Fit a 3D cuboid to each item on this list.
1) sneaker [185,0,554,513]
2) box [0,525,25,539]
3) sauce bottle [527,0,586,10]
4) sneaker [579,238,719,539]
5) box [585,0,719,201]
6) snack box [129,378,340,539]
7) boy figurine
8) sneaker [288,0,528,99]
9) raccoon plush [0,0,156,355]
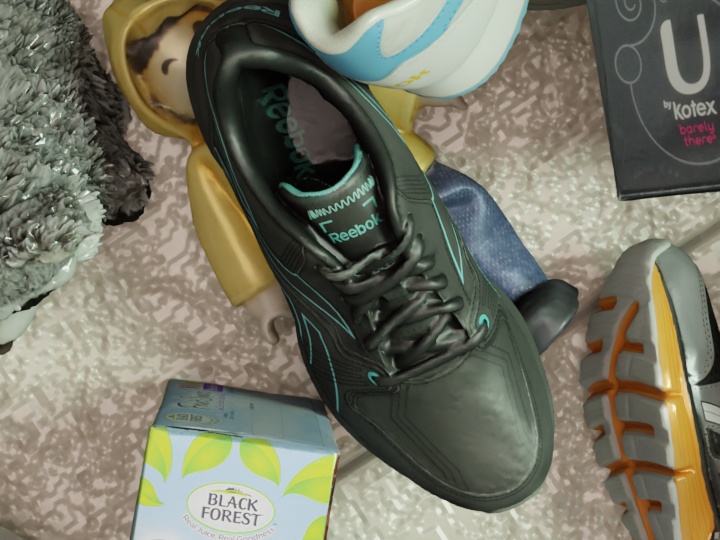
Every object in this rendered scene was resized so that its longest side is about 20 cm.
[{"bbox_3d":[0.000,0.000,0.790,0.075,0.079,0.200,-33,96,3],"label":"sneaker"},{"bbox_3d":[-0.201,0.166,0.853,0.144,0.036,0.200,35,93,-26],"label":"box"},{"bbox_3d":[0.061,-0.191,0.815,0.065,0.065,0.200,1,82,0],"label":"sauce bottle"},{"bbox_3d":[0.138,0.082,0.862,0.077,0.078,0.200,-18,96,-13],"label":"sneaker"},{"bbox_3d":[0.187,-0.090,0.781,0.200,0.122,0.106,-11,93,-36],"label":"box"},{"bbox_3d":[-0.054,0.145,0.811,0.068,0.169,0.200,9,91,-3],"label":"snack box"},{"bbox_3d":[-0.010,-0.037,0.857,0.124,0.064,0.200,-45,95,4],"label":"boy figurine"},{"bbox_3d":[0.028,-0.156,0.747,0.076,0.081,0.200,12,94,28],"label":"sneaker"},{"bbox_3d":[-0.142,-0.071,0.817,0.097,0.134,0.200,-21,93,2],"label":"raccoon plush"}]
